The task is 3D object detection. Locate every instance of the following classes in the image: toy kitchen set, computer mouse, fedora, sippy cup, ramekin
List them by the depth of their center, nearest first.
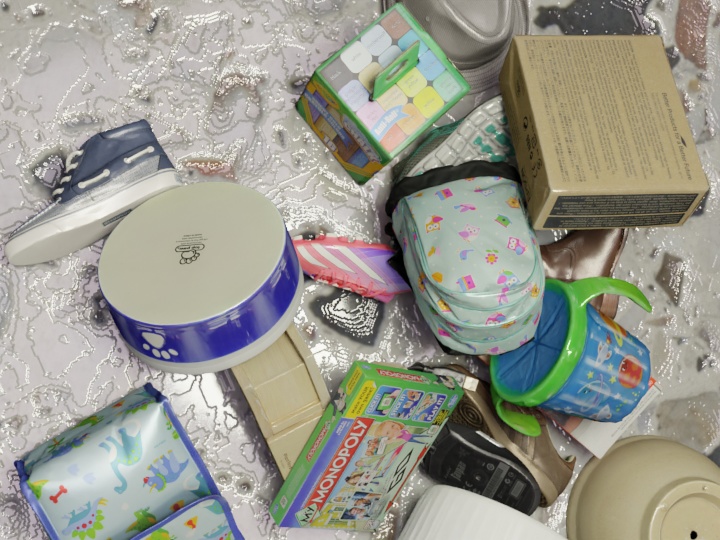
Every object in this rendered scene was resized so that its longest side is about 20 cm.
[{"bbox_3d":[0.225,0.094,1.206,0.130,0.178,0.140,25,63,-24],"label":"sippy cup"},{"bbox_3d":[0.133,0.306,1.225,0.200,0.200,0.098,29,72,-8],"label":"ramekin"},{"bbox_3d":[-0.052,0.109,1.263,0.163,0.181,0.200,-26,131,-9],"label":"toy kitchen set"},{"bbox_3d":[0.117,0.177,1.266,0.200,0.046,0.141,25,115,13],"label":"computer mouse"},{"bbox_3d":[0.119,-0.309,1.323,0.176,0.090,0.200,-18,89,-12],"label":"fedora"}]

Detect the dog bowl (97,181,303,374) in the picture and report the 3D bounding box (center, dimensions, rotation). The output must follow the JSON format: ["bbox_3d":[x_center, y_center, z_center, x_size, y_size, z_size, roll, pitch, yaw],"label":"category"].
[{"bbox_3d":[-0.163,0.004,1.187,0.200,0.079,0.200,-7,47,8],"label":"dog bowl"}]

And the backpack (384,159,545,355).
[{"bbox_3d":[0.110,-0.013,1.182,0.166,0.127,0.200,-14,54,3],"label":"backpack"}]

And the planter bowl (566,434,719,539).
[{"bbox_3d":[0.349,0.288,1.300,0.200,0.135,0.201,1,85,-12],"label":"planter bowl"}]

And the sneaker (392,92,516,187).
[{"bbox_3d":[0.110,-0.143,1.286,0.200,0.091,0.078,-36,122,9],"label":"sneaker"}]

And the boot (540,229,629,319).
[{"bbox_3d":[0.202,-0.036,1.337,0.199,0.064,0.187,6,83,-7],"label":"boot"}]

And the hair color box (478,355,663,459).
[{"bbox_3d":[0.227,0.104,1.301,0.200,0.064,0.111,39,95,-13],"label":"hair color box"}]

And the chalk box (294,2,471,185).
[{"bbox_3d":[0.026,-0.189,1.238,0.124,0.200,0.124,-41,94,-12],"label":"chalk box"}]

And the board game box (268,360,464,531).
[{"bbox_3d":[0.006,0.188,1.213,0.134,0.029,0.200,12,117,-37],"label":"board game box"}]

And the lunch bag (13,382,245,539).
[{"bbox_3d":[-0.233,0.246,1.193,0.170,0.127,0.200,-29,105,-15],"label":"lunch bag"}]

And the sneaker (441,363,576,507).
[{"bbox_3d":[0.164,0.173,1.316,0.076,0.070,0.200,-43,98,-31],"label":"sneaker"}]

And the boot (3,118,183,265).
[{"bbox_3d":[-0.296,-0.083,1.237,0.200,0.073,0.090,-26,76,-14],"label":"boot"}]

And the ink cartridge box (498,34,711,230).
[{"bbox_3d":[0.240,-0.142,1.171,0.164,0.075,0.200,-1,58,-10],"label":"ink cartridge box"}]

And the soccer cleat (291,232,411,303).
[{"bbox_3d":[0.000,0.000,1.289,0.199,0.067,0.077,3,89,-14],"label":"soccer cleat"}]
